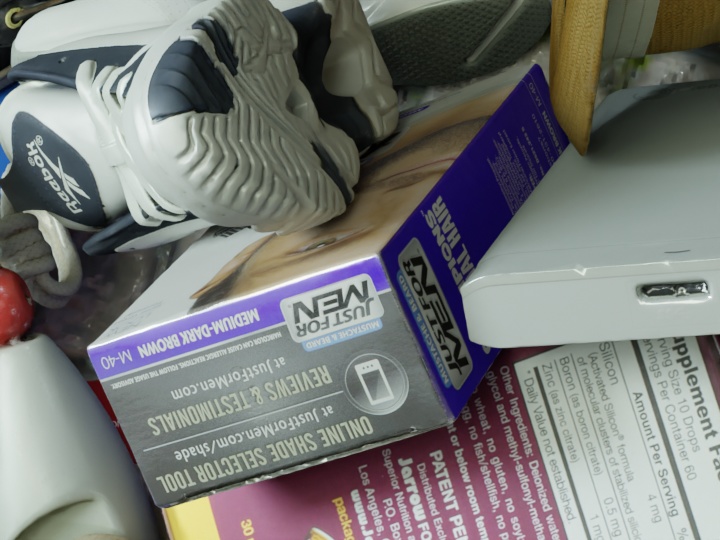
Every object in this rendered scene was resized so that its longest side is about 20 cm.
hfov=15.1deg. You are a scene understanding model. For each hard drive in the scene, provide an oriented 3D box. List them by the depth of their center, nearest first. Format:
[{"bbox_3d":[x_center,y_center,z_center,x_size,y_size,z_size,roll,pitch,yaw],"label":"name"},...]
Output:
[{"bbox_3d":[0.122,-0.025,0.884,0.131,0.200,0.026,-4,109,20],"label":"hard drive"}]

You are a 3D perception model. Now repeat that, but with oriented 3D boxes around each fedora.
[{"bbox_3d":[0.108,-0.132,0.881,0.081,0.201,0.202,6,85,2],"label":"fedora"}]

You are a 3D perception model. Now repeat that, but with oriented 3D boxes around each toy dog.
[{"bbox_3d":[-0.134,0.059,0.926,0.096,0.132,0.201,-28,76,10],"label":"toy dog"}]

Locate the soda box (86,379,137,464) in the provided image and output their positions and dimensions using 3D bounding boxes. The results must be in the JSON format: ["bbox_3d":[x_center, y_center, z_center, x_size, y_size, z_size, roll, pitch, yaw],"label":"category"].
[{"bbox_3d":[-0.180,0.083,0.994,0.199,0.070,0.064,-5,78,-18],"label":"soda box"}]

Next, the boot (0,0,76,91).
[{"bbox_3d":[-0.128,-0.140,0.982,0.199,0.151,0.073,-25,67,-4],"label":"boot"}]

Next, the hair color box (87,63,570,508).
[{"bbox_3d":[0.000,0.000,0.914,0.109,0.200,0.065,-18,106,24],"label":"hair color box"}]

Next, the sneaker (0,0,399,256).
[{"bbox_3d":[-0.071,-0.040,0.884,0.129,0.199,0.080,-22,103,17],"label":"sneaker"}]

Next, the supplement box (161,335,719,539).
[{"bbox_3d":[0.052,0.087,0.928,0.199,0.131,0.104,-21,77,16],"label":"supplement box"}]

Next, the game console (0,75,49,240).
[{"bbox_3d":[-0.182,-0.047,1.092,0.199,0.119,0.171,33,64,20],"label":"game console"}]

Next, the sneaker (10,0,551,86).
[{"bbox_3d":[-0.033,-0.103,1.011,0.199,0.071,0.081,-11,65,-2],"label":"sneaker"}]
